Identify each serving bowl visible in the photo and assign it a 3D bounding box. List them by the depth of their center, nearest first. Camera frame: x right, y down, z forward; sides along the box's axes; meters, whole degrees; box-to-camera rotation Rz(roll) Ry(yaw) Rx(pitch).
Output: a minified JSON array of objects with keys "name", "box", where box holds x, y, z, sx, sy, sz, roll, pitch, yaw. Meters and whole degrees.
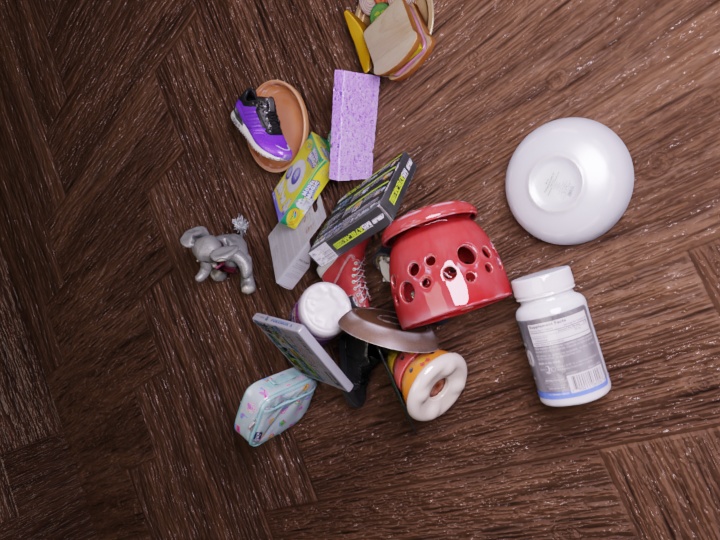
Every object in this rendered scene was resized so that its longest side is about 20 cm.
[{"name":"serving bowl","box":[0.316,-0.137,0.827,0.198,0.065,0.204,9,105,36]}]

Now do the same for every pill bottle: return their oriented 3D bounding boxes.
[{"name":"pill bottle","box":[0.316,0.102,0.842,0.113,0.113,0.203,-18,87,39]},{"name":"pill bottle","box":[-0.097,0.106,1.139,0.114,0.111,0.200,63,155,10]}]

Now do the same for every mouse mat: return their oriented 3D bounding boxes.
[{"name":"mouse mat","box":[0.057,0.206,1.034,0.007,0.161,0.203,-23,105,-3]}]

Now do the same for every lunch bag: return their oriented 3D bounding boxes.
[{"name":"lunch bag","box":[-0.195,0.311,1.233,0.077,0.199,0.162,38,118,24]}]

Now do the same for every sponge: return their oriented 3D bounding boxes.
[{"name":"sponge","box":[-0.012,-0.281,1.029,0.030,0.111,0.204,16,109,36]}]

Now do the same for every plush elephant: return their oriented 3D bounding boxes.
[{"name":"plush elephant","box":[-0.359,-0.035,1.323,0.163,0.154,0.203,26,114,32]}]

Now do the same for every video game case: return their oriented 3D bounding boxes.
[{"name":"video game case","box":[-0.125,0.175,1.132,0.181,0.022,0.201,7,141,48]}]

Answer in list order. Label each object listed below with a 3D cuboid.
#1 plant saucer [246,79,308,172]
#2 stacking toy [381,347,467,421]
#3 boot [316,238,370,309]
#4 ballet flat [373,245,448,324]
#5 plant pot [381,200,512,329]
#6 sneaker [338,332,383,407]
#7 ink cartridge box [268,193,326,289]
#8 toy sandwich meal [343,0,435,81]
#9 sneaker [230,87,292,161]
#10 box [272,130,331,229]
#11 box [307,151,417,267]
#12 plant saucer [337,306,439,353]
[{"name":"plant saucer","box":[-0.187,-0.328,1.207,0.198,0.037,0.204,9,105,37]},{"name":"stacking toy","box":[0.098,0.183,1.040,0.199,0.144,0.148,37,121,45]},{"name":"boot","box":[0.000,0.000,1.104,0.145,0.072,0.200,55,134,16]},{"name":"ballet flat","box":[0.092,0.032,1.035,0.201,0.073,0.073,52,125,18]},{"name":"plant pot","box":[0.141,-0.012,0.909,0.199,0.199,0.186,-22,80,39]},{"name":"sneaker","box":[0.007,0.200,1.141,0.103,0.060,0.204,-8,91,43]},{"name":"ink cartridge box","box":[-0.129,-0.084,1.162,0.200,0.057,0.164,-45,40,24]},{"name":"toy sandwich meal","box":[0.049,-0.452,0.973,0.203,0.070,0.209,9,104,37]},{"name":"sneaker","box":[-0.210,-0.328,1.158,0.200,0.069,0.100,47,121,21]},{"name":"box","box":[-0.115,-0.202,1.125,0.201,0.048,0.118,-50,38,23]},{"name":"box","box":[0.004,-0.117,1.004,0.199,0.194,0.048,-31,111,37]},{"name":"plant saucer","box":[0.056,0.106,0.998,0.198,0.199,0.033,17,99,34]}]
